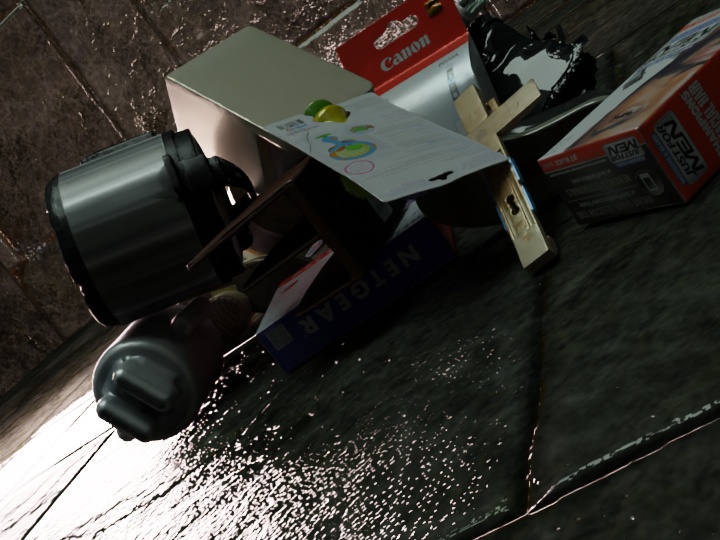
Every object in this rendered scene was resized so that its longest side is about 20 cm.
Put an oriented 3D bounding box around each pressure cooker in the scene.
[{"bbox_3d":[-0.204,-0.050,1.010,0.199,0.179,0.176,-22,27,-4],"label":"pressure cooker"}]

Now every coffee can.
[{"bbox_3d":[-0.113,-0.081,1.219,0.146,0.146,0.200,-42,-2,-24],"label":"coffee can"}]

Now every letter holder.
[{"bbox_3d":[-0.056,-0.034,0.892,0.142,0.101,0.200,-34,11,23],"label":"letter holder"}]

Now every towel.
[{"bbox_3d":[0.072,-0.240,1.147,0.200,0.031,0.149,-51,2,26],"label":"towel"}]

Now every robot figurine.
[{"bbox_3d":[-0.211,0.105,1.026,0.170,0.113,0.200,-54,5,18],"label":"robot figurine"}]

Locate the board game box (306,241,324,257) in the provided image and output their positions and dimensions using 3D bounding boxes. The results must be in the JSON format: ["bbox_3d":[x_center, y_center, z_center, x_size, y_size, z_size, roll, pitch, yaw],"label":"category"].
[{"bbox_3d":[-0.023,-0.110,1.385,0.200,0.062,0.200,-46,0,22],"label":"board game box"}]

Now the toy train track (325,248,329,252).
[{"bbox_3d":[-0.016,-0.050,1.156,0.200,0.032,0.115,-42,29,32],"label":"toy train track"}]

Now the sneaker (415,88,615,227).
[{"bbox_3d":[0.148,-0.098,0.852,0.199,0.075,0.106,-19,12,19],"label":"sneaker"}]

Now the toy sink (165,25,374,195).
[{"bbox_3d":[-0.092,-0.162,1.055,0.200,0.112,0.130,30,55,30],"label":"toy sink"}]

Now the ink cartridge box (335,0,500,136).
[{"bbox_3d":[0.057,-0.194,1.051,0.160,0.201,0.047,-27,-9,31],"label":"ink cartridge box"}]

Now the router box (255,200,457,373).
[{"bbox_3d":[0.000,0.000,0.964,0.200,0.049,0.180,-35,10,10],"label":"router box"}]

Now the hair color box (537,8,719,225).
[{"bbox_3d":[0.233,-0.121,0.684,0.200,0.064,0.111,-43,13,-23],"label":"hair color box"}]

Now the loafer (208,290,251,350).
[{"bbox_3d":[-0.197,0.092,1.162,0.200,0.076,0.068,-36,0,23],"label":"loafer"}]

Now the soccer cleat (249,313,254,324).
[{"bbox_3d":[-0.222,0.081,1.270,0.200,0.078,0.069,-35,11,11],"label":"soccer cleat"}]

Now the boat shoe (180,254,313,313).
[{"bbox_3d":[-0.129,0.016,1.197,0.199,0.072,0.076,-9,7,24],"label":"boat shoe"}]

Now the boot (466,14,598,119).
[{"bbox_3d":[0.155,-0.184,1.061,0.162,0.073,0.199,35,92,39],"label":"boot"}]

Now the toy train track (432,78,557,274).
[{"bbox_3d":[0.115,-0.072,0.751,0.115,0.032,0.201,-40,40,25],"label":"toy train track"}]

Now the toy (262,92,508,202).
[{"bbox_3d":[0.015,-0.091,0.792,0.115,0.047,0.200,-21,36,-24],"label":"toy"}]
